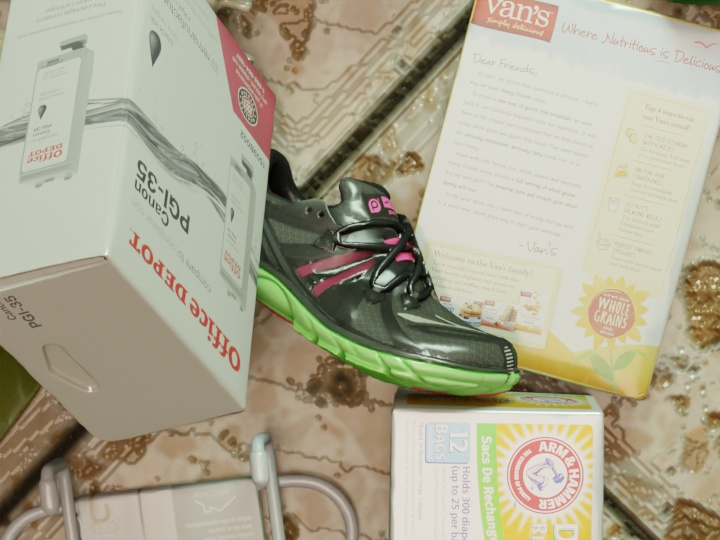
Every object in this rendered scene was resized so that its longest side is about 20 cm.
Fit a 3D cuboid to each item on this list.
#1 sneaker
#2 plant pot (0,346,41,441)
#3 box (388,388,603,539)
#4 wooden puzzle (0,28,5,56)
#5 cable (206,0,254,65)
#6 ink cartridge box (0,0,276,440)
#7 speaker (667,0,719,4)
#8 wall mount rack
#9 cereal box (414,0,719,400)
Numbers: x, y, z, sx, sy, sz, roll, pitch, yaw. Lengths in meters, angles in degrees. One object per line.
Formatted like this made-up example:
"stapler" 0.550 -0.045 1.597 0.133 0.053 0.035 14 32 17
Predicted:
"sneaker" 0.000 0.000 1.117 0.200 0.077 0.084 33 97 23
"plant pot" -0.278 0.013 1.111 0.193 0.200 0.201 38 93 13
"box" 0.069 0.164 1.134 0.112 0.101 0.201 0 92 2
"wooden puzzle" -0.250 -0.089 1.097 0.184 0.200 0.037 16 118 1
"cable" -0.149 -0.152 1.140 0.199 0.097 0.051 11 58 -1
"ink cartridge box" -0.112 -0.040 1.063 0.082 0.147 0.201 -12 53 21
"speaker" 0.191 -0.241 1.126 0.088 0.088 0.201 -2 92 2
"wall mount rack" -0.097 0.180 1.154 0.199 0.075 0.175 -8 92 3
"cereal box" 0.108 -0.046 1.157 0.143 0.040 0.201 16 92 3
